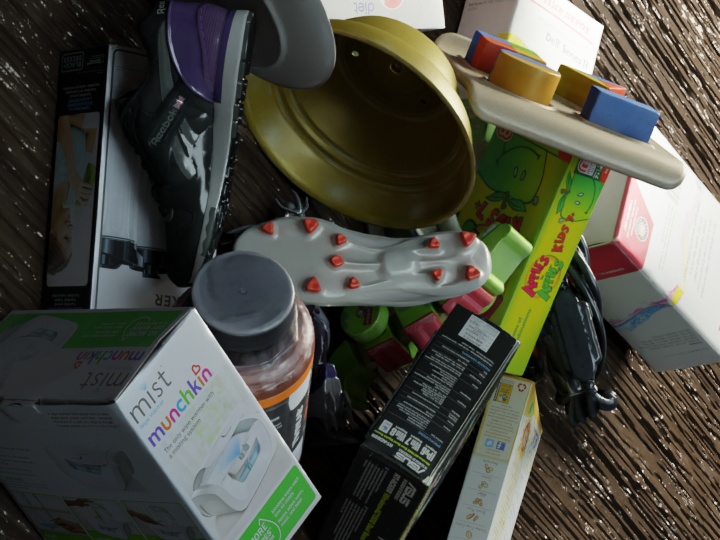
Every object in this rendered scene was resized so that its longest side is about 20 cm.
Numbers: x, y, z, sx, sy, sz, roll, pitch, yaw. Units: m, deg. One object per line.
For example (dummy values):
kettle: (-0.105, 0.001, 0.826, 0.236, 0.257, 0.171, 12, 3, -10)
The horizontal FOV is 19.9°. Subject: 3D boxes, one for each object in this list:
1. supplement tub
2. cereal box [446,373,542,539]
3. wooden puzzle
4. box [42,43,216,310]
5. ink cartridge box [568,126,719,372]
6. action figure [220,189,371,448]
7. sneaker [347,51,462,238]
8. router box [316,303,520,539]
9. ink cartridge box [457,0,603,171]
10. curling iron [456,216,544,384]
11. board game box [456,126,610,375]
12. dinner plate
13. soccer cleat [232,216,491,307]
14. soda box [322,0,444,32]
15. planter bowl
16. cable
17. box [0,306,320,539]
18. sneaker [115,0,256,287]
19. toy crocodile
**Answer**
supplement tub: (-0.086, 0.074, 1.446, 0.107, 0.107, 0.200, -51, 162, -33)
cereal box: (0.106, 0.201, 1.718, 0.144, 0.039, 0.201, 73, 33, -67)
wooden puzzle: (0.159, -0.140, 1.633, 0.184, 0.200, 0.046, 20, 107, -13)
box: (-0.161, -0.054, 1.486, 0.116, 0.060, 0.201, 10, 83, -44)
ink cartridge box: (0.266, -0.021, 1.885, 0.200, 0.085, 0.148, 45, 48, -36)
action figure: (-0.047, 0.037, 1.593, 0.130, 0.069, 0.201, 1, 84, -27)
sneaker: (0.037, -0.094, 1.665, 0.067, 0.090, 0.201, -30, 111, -41)
router box: (0.042, 0.138, 1.603, 0.062, 0.200, 0.150, 31, 58, 6)
ink cartridge box: (0.142, -0.182, 1.788, 0.117, 0.067, 0.201, 27, 71, -40)
curling iron: (0.112, 0.023, 1.782, 0.050, 0.025, 0.201, -52, 125, -45)
board game box: (0.127, -0.027, 1.694, 0.047, 0.101, 0.201, 14, 103, -40)
dinner plate: (-0.099, -0.201, 1.457, 0.024, 0.200, 0.200, -47, 121, -21)
soccer cleat: (0.000, 0.000, 1.559, 0.199, 0.078, 0.070, 2, 73, -10)
soda box: (-0.023, -0.219, 1.625, 0.199, 0.063, 0.069, -8, 94, -45)
planter bowl: (0.012, -0.132, 1.568, 0.201, 0.200, 0.084, 55, 49, -29)
cable: (0.174, 0.031, 1.764, 0.051, 0.163, 0.201, -16, 82, -3)
box: (-0.160, 0.120, 1.387, 0.097, 0.199, 0.177, -51, 122, -33)
sneaker: (-0.130, -0.090, 1.440, 0.076, 0.087, 0.201, -80, 179, -77)
toy crocodile: (0.052, 0.034, 1.644, 0.200, 0.062, 0.068, -36, 136, 9)
